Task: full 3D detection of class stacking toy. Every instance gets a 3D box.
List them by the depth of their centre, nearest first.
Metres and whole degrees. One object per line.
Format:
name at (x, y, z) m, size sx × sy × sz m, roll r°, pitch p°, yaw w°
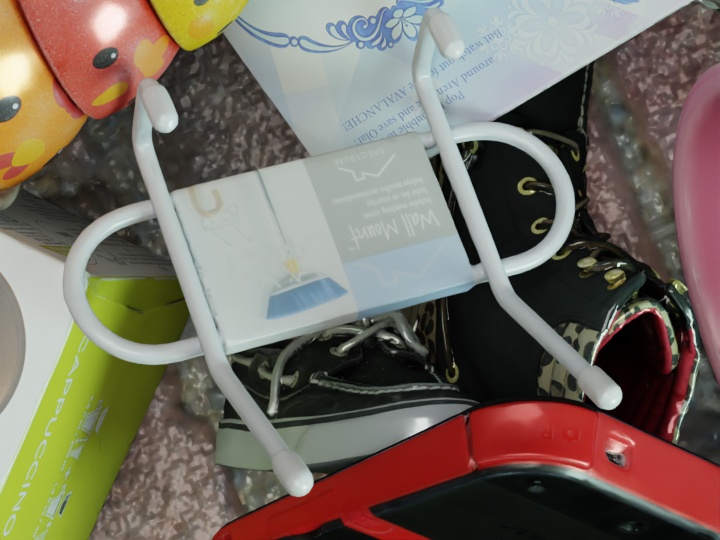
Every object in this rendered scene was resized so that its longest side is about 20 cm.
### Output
stacking toy at (-0.087, -0.120, 1.104) m, size 0.199 × 0.146 × 0.147 m, roll -21°, pitch 85°, yaw 10°

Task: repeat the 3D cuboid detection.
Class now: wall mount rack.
wall mount rack at (0.000, 0.000, 1.076) m, size 0.199 × 0.075 × 0.174 m, roll -15°, pitch 67°, yaw -16°

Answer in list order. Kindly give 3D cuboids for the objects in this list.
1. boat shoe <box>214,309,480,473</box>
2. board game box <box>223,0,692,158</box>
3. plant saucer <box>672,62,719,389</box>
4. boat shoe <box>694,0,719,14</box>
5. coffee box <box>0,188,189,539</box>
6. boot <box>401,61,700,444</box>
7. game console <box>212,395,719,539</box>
boat shoe at (-0.004, 0.046, 1.191) m, size 0.073 × 0.199 × 0.069 m, roll 3°, pitch 86°, yaw -18°
board game box at (0.018, -0.155, 1.135) m, size 0.199 × 0.043 × 0.199 m, roll -30°, pitch 102°, yaw 27°
plant saucer at (0.186, 0.011, 1.159) m, size 0.051 × 0.200 × 0.202 m, roll -17°, pitch 86°, yaw -14°
boat shoe at (0.147, -0.141, 1.228) m, size 0.200 × 0.069 × 0.071 m, roll 39°, pitch 61°, yaw -8°
coffee box at (-0.206, 0.052, 1.210) m, size 0.197 × 0.200 × 0.201 m, roll 25°, pitch 93°, yaw 8°
boot at (0.084, -0.019, 1.187) m, size 0.073 × 0.154 × 0.205 m, roll 10°, pitch 97°, yaw -30°
game console at (0.070, 0.108, 1.149) m, size 0.176 × 0.199 × 0.031 m, roll -23°, pitch 53°, yaw 41°
